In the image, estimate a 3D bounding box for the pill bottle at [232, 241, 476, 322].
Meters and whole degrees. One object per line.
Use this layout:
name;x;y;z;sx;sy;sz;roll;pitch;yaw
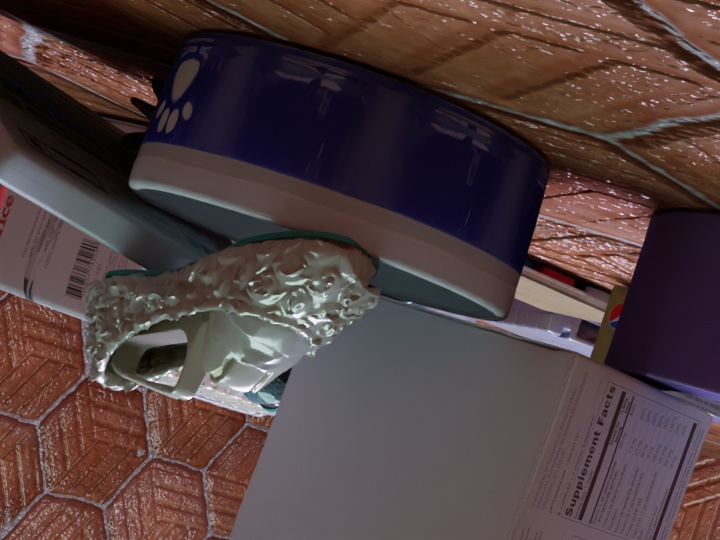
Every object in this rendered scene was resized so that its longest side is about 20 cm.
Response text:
pill bottle;-0.028;0.003;1.067;0.199;0.112;0.111;30;-179;25

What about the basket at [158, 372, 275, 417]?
basket;-0.170;0.078;2.103;0.197;0.201;0.161;20;173;-16

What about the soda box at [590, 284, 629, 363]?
soda box;0.262;0.074;1.139;0.199;0.064;0.068;22;174;-31

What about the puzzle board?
puzzle board;0.112;0.002;1.215;0.199;0.018;0.150;23;175;-30

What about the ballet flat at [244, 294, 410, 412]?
ballet flat;0.000;0.000;0.935;0.074;0.200;0.075;31;144;26

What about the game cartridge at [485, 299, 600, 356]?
game cartridge;0.220;0.066;1.415;0.199;0.039;0.130;21;179;-22

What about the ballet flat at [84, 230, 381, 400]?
ballet flat;-0.065;0.029;0.749;0.071;0.072;0.199;22;159;-36

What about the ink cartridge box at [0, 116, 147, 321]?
ink cartridge box;-0.188;-0.035;1.200;0.199;0.148;0.083;16;177;43

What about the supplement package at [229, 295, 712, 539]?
supplement package;0.051;0.109;0.827;0.111;0.157;0.199;24;175;-37

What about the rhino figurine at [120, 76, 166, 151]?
rhino figurine;-0.070;-0.060;0.943;0.087;0.060;0.200;33;-176;39

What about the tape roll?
tape roll;0.229;0.043;0.803;0.199;0.086;0.200;19;176;1

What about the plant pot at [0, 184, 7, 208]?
plant pot;-0.332;-0.078;0.988;0.199;0.202;0.182;17;179;19

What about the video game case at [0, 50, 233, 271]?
video game case;-0.144;-0.054;0.859;0.200;0.023;0.182;34;-170;-42

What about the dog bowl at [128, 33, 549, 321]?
dog bowl;-0.010;-0.044;0.795;0.199;0.079;0.200;19;175;2
